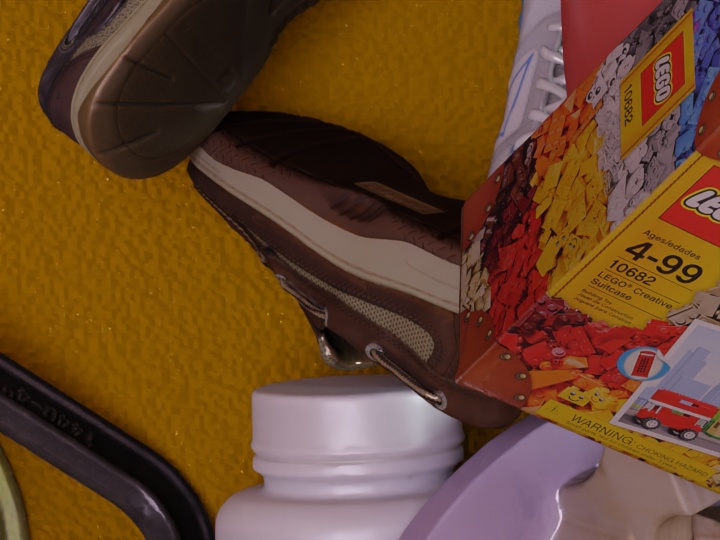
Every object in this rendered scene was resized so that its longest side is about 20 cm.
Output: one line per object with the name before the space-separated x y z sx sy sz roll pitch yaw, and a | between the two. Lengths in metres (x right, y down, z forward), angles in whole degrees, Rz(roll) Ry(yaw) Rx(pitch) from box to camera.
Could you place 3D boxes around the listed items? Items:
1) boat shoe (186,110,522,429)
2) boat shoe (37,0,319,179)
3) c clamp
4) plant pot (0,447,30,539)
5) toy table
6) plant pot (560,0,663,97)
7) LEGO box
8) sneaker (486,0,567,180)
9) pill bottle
boat shoe | -0.005 0.000 1.066 0.202 0.074 0.075 32 118 52
boat shoe | -0.045 -0.123 1.092 0.066 0.072 0.201 30 74 42
c clamp | -0.139 0.095 1.082 0.200 0.171 0.027 30 126 -21
plant pot | -0.246 0.121 1.109 0.200 0.184 0.201 1 93 12
toy table | 0.108 0.108 1.017 0.200 0.117 0.184 -39 108 -17
plant pot | 0.146 -0.116 0.950 0.200 0.177 0.201 -7 60 12
LEGO box | 0.151 0.003 0.894 0.199 0.077 0.149 23 136 -22
sneaker | 0.081 -0.046 1.077 0.075 0.087 0.201 9 94 14
pill bottle | 0.003 0.142 1.093 0.109 0.109 0.201 -2 93 13
